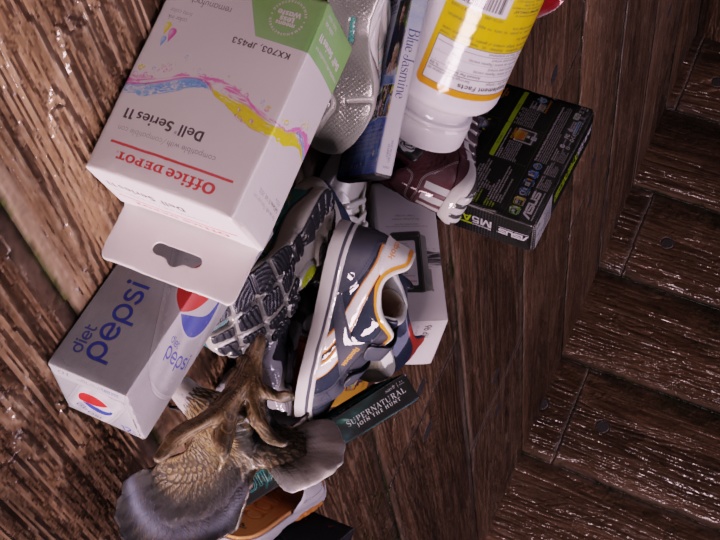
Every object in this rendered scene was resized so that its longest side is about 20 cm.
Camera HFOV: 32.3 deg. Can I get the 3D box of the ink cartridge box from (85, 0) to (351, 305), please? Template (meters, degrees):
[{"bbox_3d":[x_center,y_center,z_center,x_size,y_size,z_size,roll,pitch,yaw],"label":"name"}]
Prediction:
[{"bbox_3d":[-0.100,-0.092,0.828,0.067,0.116,0.201,55,56,-68],"label":"ink cartridge box"}]

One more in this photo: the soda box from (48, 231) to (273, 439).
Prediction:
[{"bbox_3d":[-0.139,0.017,0.907,0.201,0.068,0.064,-60,159,-30],"label":"soda box"}]

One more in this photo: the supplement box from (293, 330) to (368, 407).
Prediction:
[{"bbox_3d":[-0.041,0.101,1.298,0.067,0.068,0.200,-70,161,2],"label":"supplement box"}]

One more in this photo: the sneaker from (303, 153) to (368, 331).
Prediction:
[{"bbox_3d":[-0.007,-0.023,1.232,0.073,0.084,0.202,-27,133,-54],"label":"sneaker"}]

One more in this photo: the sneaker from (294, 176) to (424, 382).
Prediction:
[{"bbox_3d":[0.000,0.000,1.172,0.084,0.075,0.202,-28,102,-37],"label":"sneaker"}]

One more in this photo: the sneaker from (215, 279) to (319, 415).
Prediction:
[{"bbox_3d":[-0.077,0.066,1.134,0.201,0.075,0.114,90,25,-47],"label":"sneaker"}]

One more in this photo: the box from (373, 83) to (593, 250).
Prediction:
[{"bbox_3d":[0.139,-0.131,1.392,0.048,0.192,0.201,85,29,-49],"label":"box"}]

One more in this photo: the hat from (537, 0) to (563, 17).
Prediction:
[{"bbox_3d":[0.122,-0.211,1.276,0.200,0.175,0.167,-6,114,-71],"label":"hat"}]

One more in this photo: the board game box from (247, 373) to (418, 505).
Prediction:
[{"bbox_3d":[-0.050,0.161,1.149,0.199,0.028,0.135,-30,178,-16],"label":"board game box"}]

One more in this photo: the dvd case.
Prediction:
[{"bbox_3d":[0.022,-0.179,1.117,0.143,0.017,0.202,-172,-86,-76],"label":"dvd case"}]

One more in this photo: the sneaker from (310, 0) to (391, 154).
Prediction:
[{"bbox_3d":[-0.003,-0.200,1.092,0.080,0.070,0.202,-51,156,-64],"label":"sneaker"}]

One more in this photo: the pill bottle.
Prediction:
[{"bbox_3d":[0.092,-0.213,1.138,0.111,0.111,0.201,-45,162,-54],"label":"pill bottle"}]

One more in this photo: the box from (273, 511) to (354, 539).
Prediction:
[{"bbox_3d":[-0.104,0.308,1.226,0.200,0.121,0.107,-19,126,-69],"label":"box"}]

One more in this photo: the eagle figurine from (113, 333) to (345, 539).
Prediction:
[{"bbox_3d":[-0.109,0.133,0.967,0.201,0.150,0.152,115,-36,-53],"label":"eagle figurine"}]

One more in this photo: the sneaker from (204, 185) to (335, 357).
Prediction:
[{"bbox_3d":[-0.087,-0.002,1.026,0.200,0.079,0.078,-57,148,-47],"label":"sneaker"}]

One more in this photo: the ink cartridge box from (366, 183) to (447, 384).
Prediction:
[{"bbox_3d":[0.046,0.023,1.298,0.116,0.067,0.202,102,-14,-64],"label":"ink cartridge box"}]

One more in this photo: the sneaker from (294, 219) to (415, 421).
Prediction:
[{"bbox_3d":[-0.006,0.057,1.090,0.079,0.079,0.201,-67,172,-59],"label":"sneaker"}]

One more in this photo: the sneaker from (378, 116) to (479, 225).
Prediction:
[{"bbox_3d":[0.057,-0.133,1.269,0.201,0.115,0.076,-89,-156,-58],"label":"sneaker"}]

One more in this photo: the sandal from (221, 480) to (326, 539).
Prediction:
[{"bbox_3d":[-0.084,0.216,1.247,0.207,0.078,0.060,-34,139,-70],"label":"sandal"}]
